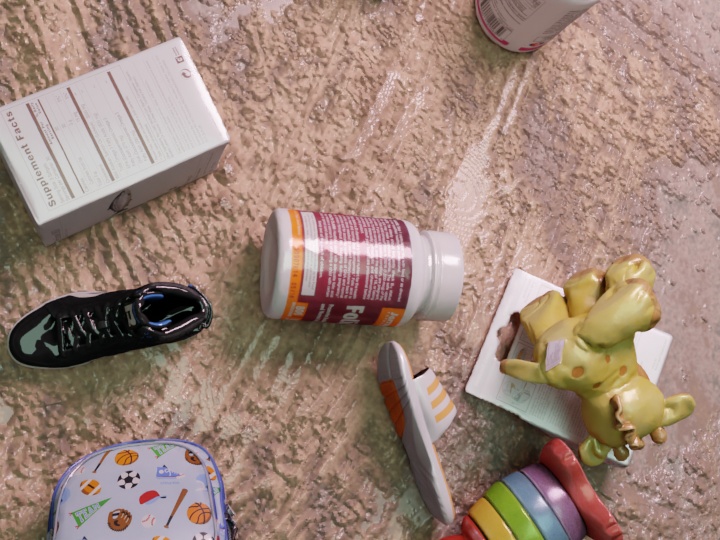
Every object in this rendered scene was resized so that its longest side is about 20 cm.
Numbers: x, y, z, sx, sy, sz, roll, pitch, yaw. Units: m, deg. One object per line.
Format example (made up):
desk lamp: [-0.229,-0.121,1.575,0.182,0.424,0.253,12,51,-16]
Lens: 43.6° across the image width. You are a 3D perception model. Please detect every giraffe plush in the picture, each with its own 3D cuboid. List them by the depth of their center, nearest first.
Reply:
giraffe plush: [0.261,0.106,0.944,0.163,0.172,0.200,53,43,-13]

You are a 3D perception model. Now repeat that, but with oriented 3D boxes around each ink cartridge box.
ink cartridge box: [0.240,0.112,1.045,0.198,0.057,0.164,23,76,9]

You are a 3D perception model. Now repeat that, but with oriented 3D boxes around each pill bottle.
pill bottle: [0.000,0.000,0.950,0.198,0.114,0.115,5,81,-15]
pill bottle: [0.218,-0.335,1.017,0.112,0.200,0.115,2,82,-16]

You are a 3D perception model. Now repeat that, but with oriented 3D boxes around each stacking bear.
stacking bear: [0.155,0.285,0.960,0.199,0.114,0.122,-32,81,-7]

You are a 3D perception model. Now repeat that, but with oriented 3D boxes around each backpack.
backpack: [-0.200,0.242,0.814,0.198,0.191,0.155,0,121,-16]

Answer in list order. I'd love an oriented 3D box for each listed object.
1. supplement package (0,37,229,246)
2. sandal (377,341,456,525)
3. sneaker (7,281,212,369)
supplement package: [-0.247,-0.125,0.893,0.199,0.117,0.118,-27,90,-18]
sandal: [0.075,0.168,0.973,0.059,0.079,0.208,-21,97,-19]
sneaker: [-0.242,0.046,0.872,0.198,0.112,0.074,-11,85,-18]
